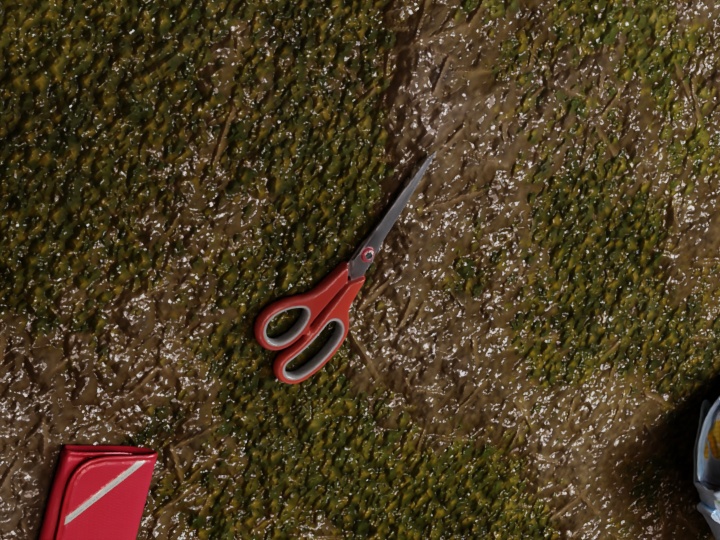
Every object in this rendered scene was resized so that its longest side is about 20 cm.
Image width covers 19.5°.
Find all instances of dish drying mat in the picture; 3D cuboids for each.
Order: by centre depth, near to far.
[{"bbox_3d":[-0.205,0.220,1.540,0.077,0.018,0.201,3,112,-33],"label":"dish drying mat"}]

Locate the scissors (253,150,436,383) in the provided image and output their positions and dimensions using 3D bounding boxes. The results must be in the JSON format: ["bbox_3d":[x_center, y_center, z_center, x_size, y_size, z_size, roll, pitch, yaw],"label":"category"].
[{"bbox_3d":[0.000,0.000,1.555,0.200,0.014,0.073,-45,126,-5],"label":"scissors"}]

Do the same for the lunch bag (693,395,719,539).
[{"bbox_3d":[0.370,0.163,1.796,0.200,0.127,0.170,-47,132,-14],"label":"lunch bag"}]
